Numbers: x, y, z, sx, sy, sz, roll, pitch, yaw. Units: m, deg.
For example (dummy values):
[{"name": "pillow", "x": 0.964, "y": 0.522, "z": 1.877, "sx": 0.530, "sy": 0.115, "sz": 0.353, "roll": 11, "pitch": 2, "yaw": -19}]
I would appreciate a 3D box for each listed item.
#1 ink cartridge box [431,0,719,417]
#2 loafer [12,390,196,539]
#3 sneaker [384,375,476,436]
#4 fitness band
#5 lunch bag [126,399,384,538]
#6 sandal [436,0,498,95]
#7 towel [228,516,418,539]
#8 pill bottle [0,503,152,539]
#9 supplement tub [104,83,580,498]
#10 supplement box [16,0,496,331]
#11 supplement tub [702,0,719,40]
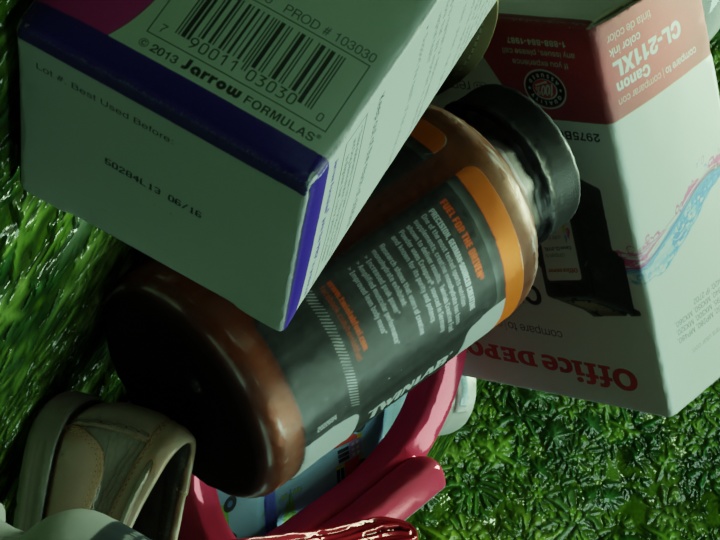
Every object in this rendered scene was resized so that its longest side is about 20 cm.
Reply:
[{"name": "ink cartridge box", "x": 0.094, "y": -0.043, "z": 1.146, "sx": 0.083, "sy": 0.146, "sz": 0.200, "roll": -36, "pitch": 122, "yaw": -39}, {"name": "loafer", "x": -0.105, "y": 0.151, "z": 0.975, "sx": 0.072, "sy": 0.063, "sz": 0.201, "roll": -12, "pitch": 108, "yaw": -66}, {"name": "sneaker", "x": -0.029, "y": 0.064, "z": 1.283, "sx": 0.200, "sy": 0.082, "sz": 0.074, "roll": -21, "pitch": -108, "yaw": 53}, {"name": "fitness band", "x": -0.018, "y": 0.060, "z": 1.108, "sx": 0.200, "sy": 0.037, "sz": 0.144, "roll": -34, "pitch": 122, "yaw": -40}, {"name": "lunch bag", "x": -0.076, "y": 0.122, "z": 1.144, "sx": 0.200, "sy": 0.094, "sz": 0.151, "roll": -36, "pitch": 133, "yaw": -49}, {"name": "sandal", "x": 0.001, "y": -0.101, "z": 1.077, "sx": 0.212, "sy": 0.077, "sz": 0.070, "roll": 119, "pitch": -27, "yaw": -58}, {"name": "towel", "x": -0.065, "y": 0.190, "z": 1.080, "sx": 0.144, "sy": 0.022, "sz": 0.200, "roll": -2, "pitch": 130, "yaw": -51}, {"name": "pill bottle", "x": -0.086, "y": 0.151, "z": 0.829, "sx": 0.120, "sy": 0.200, "sz": 0.120, "roll": -59, "pitch": 172, "yaw": -13}, {"name": "supplement tub", "x": 0.000, "y": 0.000, "z": 1.007, "sx": 0.200, "sy": 0.107, "sz": 0.107, "roll": -35, "pitch": 160, "yaw": -28}, {"name": "supplement box", "x": -0.014, "y": -0.099, "z": 0.777, "sx": 0.200, "sy": 0.101, "sz": 0.103, "roll": -57, "pitch": 171, "yaw": -27}, {"name": "supplement tub", "x": 0.145, "y": -0.188, "z": 1.309, "sx": 0.200, "sy": 0.145, "sz": 0.146, "roll": -50, "pitch": 166, "yaw": -52}]
